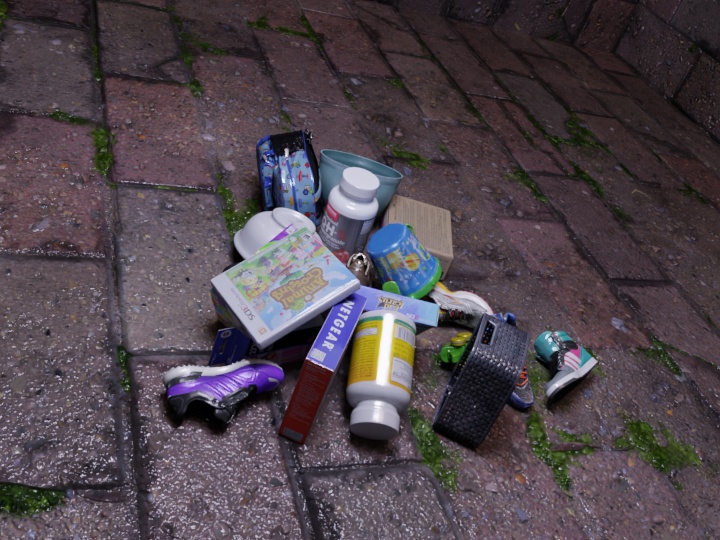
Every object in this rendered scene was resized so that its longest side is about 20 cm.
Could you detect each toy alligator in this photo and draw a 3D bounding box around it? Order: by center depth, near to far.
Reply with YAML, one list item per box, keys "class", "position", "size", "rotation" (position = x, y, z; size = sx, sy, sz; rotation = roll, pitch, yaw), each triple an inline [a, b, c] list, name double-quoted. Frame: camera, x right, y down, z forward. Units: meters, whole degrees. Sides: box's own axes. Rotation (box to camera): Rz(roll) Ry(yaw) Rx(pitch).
- class: "toy alligator"
  position: [0.203, 0.155, 1.468]
  size: [0.054, 0.060, 0.199]
  rotation: [-2, 7, 27]

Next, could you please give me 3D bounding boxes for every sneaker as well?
- class: "sneaker"
  position: [-0.214, 0.205, 1.179]
  size: [0.198, 0.070, 0.100]
  rotation: [-3, 49, -25]
- class: "sneaker"
  position: [0.295, 0.174, 1.436]
  size: [0.074, 0.078, 0.202]
  rotation: [-7, 69, -29]
- class: "sneaker"
  position: [0.000, 0.000, 1.490]
  size: [0.070, 0.076, 0.200]
  rotation: [21, 13, -2]
- class: "sneaker"
  position: [0.401, 0.187, 1.497]
  size: [0.121, 0.084, 0.199]
  rotation: [45, 34, 21]
- class: "sneaker"
  position: [0.185, 0.085, 1.536]
  size: [0.198, 0.079, 0.082]
  rotation: [19, 39, 12]

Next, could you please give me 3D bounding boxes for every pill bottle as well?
- class: "pill bottle"
  position: [0.034, 0.181, 1.258]
  size: [0.111, 0.113, 0.202]
  rotation: [14, 59, -11]
- class: "pill bottle"
  position: [-0.025, -0.114, 1.563]
  size: [0.109, 0.202, 0.111]
  rotation: [13, 36, -10]

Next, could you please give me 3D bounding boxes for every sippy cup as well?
- class: "sippy cup"
  position: [0.082, -0.022, 1.514]
  size: [0.139, 0.131, 0.178]
  rotation: [-37, 30, -2]

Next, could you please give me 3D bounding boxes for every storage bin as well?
- class: "storage bin"
  position: [0.214, 0.194, 1.291]
  size: [0.093, 0.202, 0.136]
  rotation: [25, 36, 5]

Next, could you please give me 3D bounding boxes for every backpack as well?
- class: "backpack"
  position: [-0.153, -0.186, 1.611]
  size: [0.133, 0.184, 0.201]
  rotation: [-8, 47, -9]

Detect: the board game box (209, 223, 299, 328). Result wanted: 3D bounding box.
- class: "board game box"
  position: [-0.159, 0.030, 1.326]
  size: [0.105, 0.104, 0.200]
  rotation: [38, 64, 22]

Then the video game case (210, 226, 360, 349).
- class: "video game case"
  position: [-0.129, 0.022, 1.233]
  size: [0.199, 0.022, 0.182]
  rotation: [-31, 49, -18]

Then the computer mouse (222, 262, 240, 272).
- class: "computer mouse"
  position: [-0.175, 0.037, 1.423]
  size: [0.139, 0.046, 0.200]
  rotation: [-11, 47, -34]

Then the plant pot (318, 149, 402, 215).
- class: "plant pot"
  position: [-0.015, -0.184, 1.693]
  size: [0.198, 0.136, 0.201]
  rotation: [16, 16, -5]

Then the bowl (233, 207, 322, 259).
- class: "bowl"
  position: [-0.152, -0.065, 1.495]
  size: [0.199, 0.091, 0.202]
  rotation: [23, 25, -11]

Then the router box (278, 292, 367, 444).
- class: "router box"
  position: [-0.061, 0.156, 1.218]
  size: [0.048, 0.181, 0.201]
  rotation: [23, 35, 2]

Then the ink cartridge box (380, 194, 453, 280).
- class: "ink cartridge box"
  position: [0.128, -0.082, 1.709]
  size: [0.163, 0.076, 0.201]
  rotation: [15, 37, -6]

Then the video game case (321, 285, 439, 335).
- class: "video game case"
  position: [0.027, 0.077, 1.374]
  size: [0.197, 0.181, 0.046]
  rotation: [14, 75, -10]

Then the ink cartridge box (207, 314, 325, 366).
- class: "ink cartridge box"
  position: [-0.161, 0.129, 1.270]
  size: [0.198, 0.095, 0.037]
  rotation: [-6, 48, -33]
